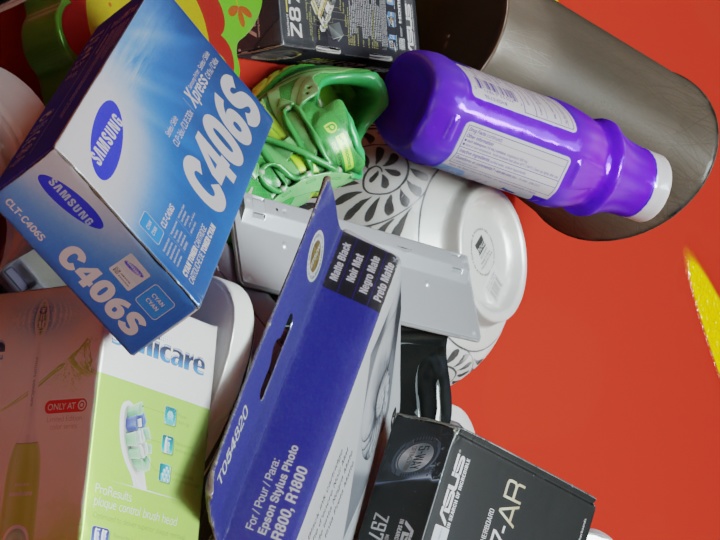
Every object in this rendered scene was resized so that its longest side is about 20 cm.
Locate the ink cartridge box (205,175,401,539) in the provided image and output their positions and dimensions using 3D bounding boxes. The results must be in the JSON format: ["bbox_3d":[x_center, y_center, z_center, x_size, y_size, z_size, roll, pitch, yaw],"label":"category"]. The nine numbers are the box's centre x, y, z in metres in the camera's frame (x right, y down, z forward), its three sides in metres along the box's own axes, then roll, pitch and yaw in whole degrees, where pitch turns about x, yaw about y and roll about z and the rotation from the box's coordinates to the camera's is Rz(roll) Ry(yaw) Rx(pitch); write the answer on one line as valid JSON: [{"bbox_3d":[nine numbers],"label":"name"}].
[{"bbox_3d":[-0.023,0.089,1.033,0.201,0.040,0.200,86,20,-53],"label":"ink cartridge box"}]

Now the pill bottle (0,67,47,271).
[{"bbox_3d":[-0.223,-0.020,0.877,0.200,0.114,0.115,-35,114,-54],"label":"pill bottle"}]

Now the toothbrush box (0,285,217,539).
[{"bbox_3d":[-0.154,0.117,0.932,0.086,0.145,0.201,27,63,-51],"label":"toothbrush box"}]

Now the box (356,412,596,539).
[{"bbox_3d":[0.049,0.197,1.117,0.160,0.043,0.201,32,73,-49],"label":"box"}]

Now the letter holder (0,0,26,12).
[{"bbox_3d":[-0.219,-0.140,0.878,0.200,0.141,0.101,-36,115,-54],"label":"letter holder"}]

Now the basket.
[{"bbox_3d":[0.118,-0.121,1.396,0.200,0.180,0.137,29,79,-40],"label":"basket"}]

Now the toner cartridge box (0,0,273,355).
[{"bbox_3d":[-0.099,-0.053,0.933,0.095,0.043,0.200,48,24,-18],"label":"toner cartridge box"}]

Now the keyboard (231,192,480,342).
[{"bbox_3d":[0.000,0.000,1.170,0.199,0.011,0.057,15,64,-44],"label":"keyboard"}]

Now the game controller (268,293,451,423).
[{"bbox_3d":[-0.028,0.057,1.181,0.199,0.042,0.105,1,87,-35],"label":"game controller"}]

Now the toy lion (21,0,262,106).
[{"bbox_3d":[-0.114,-0.152,1.088,0.200,0.068,0.193,-30,101,-55],"label":"toy lion"}]

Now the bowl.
[{"bbox_3d":[0.047,-0.006,1.310,0.200,0.094,0.202,13,74,-55],"label":"bowl"}]

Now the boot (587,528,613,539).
[{"bbox_3d":[0.057,0.185,1.235,0.199,0.095,0.074,6,84,-21],"label":"boot"}]

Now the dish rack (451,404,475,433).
[{"bbox_3d":[0.005,0.158,1.265,0.200,0.043,0.173,23,67,-54],"label":"dish rack"}]

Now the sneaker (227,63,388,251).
[{"bbox_3d":[-0.045,-0.070,1.187,0.074,0.083,0.200,63,37,-24],"label":"sneaker"}]

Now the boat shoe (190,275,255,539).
[{"bbox_3d":[-0.090,0.099,0.996,0.063,0.071,0.201,12,103,-46],"label":"boat shoe"}]

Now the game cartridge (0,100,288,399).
[{"bbox_3d":[-0.120,0.007,1.059,0.200,0.038,0.130,52,44,-14],"label":"game cartridge"}]

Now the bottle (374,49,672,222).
[{"bbox_3d":[0.107,-0.079,1.280,0.199,0.084,0.066,17,106,-30],"label":"bottle"}]

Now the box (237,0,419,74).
[{"bbox_3d":[-0.027,-0.229,1.276,0.161,0.049,0.202,-2,87,-59],"label":"box"}]
